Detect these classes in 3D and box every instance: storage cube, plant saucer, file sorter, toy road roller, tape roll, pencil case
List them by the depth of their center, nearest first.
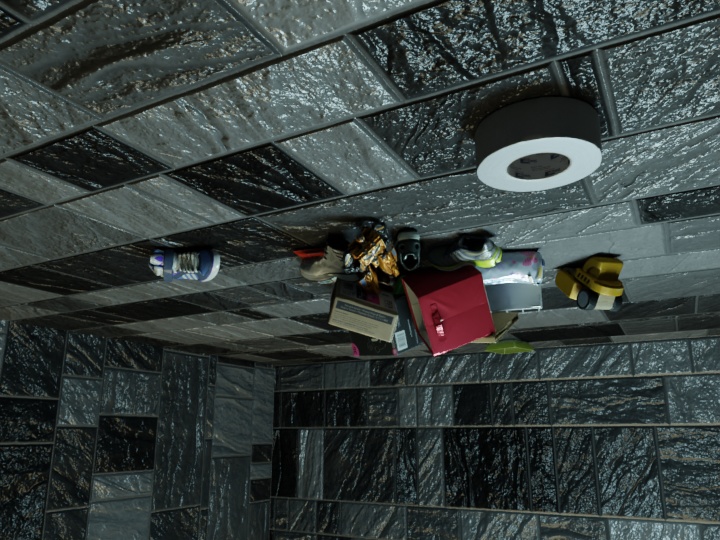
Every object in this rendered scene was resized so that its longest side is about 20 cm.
[{"bbox_3d":[0.282,-0.195,0.963,0.194,0.068,0.201,0,166,0],"label":"tape roll"},{"bbox_3d":[0.227,0.087,1.576,0.175,0.175,0.200,-20,-163,-4],"label":"storage cube"},{"bbox_3d":[0.392,-0.003,1.621,0.194,0.094,0.083,-1,165,5],"label":"pencil case"},{"bbox_3d":[0.661,0.019,1.706,0.119,0.150,0.201,4,-158,-18],"label":"toy road roller"},{"bbox_3d":[0.416,0.051,1.730,0.194,0.143,0.124,-4,168,15],"label":"file sorter"},{"bbox_3d":[0.788,0.402,3.186,0.197,0.049,0.197,13,160,-42],"label":"plant saucer"}]

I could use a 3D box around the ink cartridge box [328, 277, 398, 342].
[{"bbox_3d":[0.005,0.093,1.506,0.160,0.077,0.200,16,-168,-5],"label":"ink cartridge box"}]

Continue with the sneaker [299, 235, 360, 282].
[{"bbox_3d":[-0.082,-0.038,1.527,0.196,0.076,0.118,1,126,30],"label":"sneaker"}]

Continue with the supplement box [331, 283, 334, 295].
[{"bbox_3d":[-0.001,0.093,1.946,0.099,0.107,0.199,-10,161,29],"label":"supplement box"}]

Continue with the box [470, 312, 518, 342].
[{"bbox_3d":[0.312,0.154,1.637,0.196,0.022,0.162,-6,-164,40],"label":"box"}]

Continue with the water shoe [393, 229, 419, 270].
[{"bbox_3d":[0.117,-0.037,1.515,0.069,0.081,0.200,-2,165,7],"label":"water shoe"}]

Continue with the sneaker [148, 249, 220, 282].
[{"bbox_3d":[-0.474,-0.017,1.581,0.144,0.083,0.197,8,169,-42],"label":"sneaker"}]

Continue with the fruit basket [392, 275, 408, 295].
[{"bbox_3d":[0.169,0.067,1.839,0.210,0.218,0.158,6,126,-21],"label":"fruit basket"}]

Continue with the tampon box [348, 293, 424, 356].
[{"bbox_3d":[0.068,0.156,1.729,0.124,0.154,0.197,-13,-179,-41],"label":"tampon box"}]

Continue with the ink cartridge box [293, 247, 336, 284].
[{"bbox_3d":[-0.102,-0.011,1.663,0.106,0.052,0.200,-6,165,17],"label":"ink cartridge box"}]

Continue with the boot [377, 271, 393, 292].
[{"bbox_3d":[0.047,0.049,1.720,0.197,0.076,0.153,-21,-172,-37],"label":"boot"}]

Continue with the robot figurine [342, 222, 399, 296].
[{"bbox_3d":[0.030,-0.026,1.426,0.058,0.145,0.201,41,171,30],"label":"robot figurine"}]

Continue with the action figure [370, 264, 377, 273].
[{"bbox_3d":[0.000,0.000,1.627,0.063,0.102,0.200,-5,162,14],"label":"action figure"}]

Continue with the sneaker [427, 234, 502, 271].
[{"bbox_3d":[0.253,-0.053,1.509,0.196,0.075,0.081,-8,142,32],"label":"sneaker"}]
